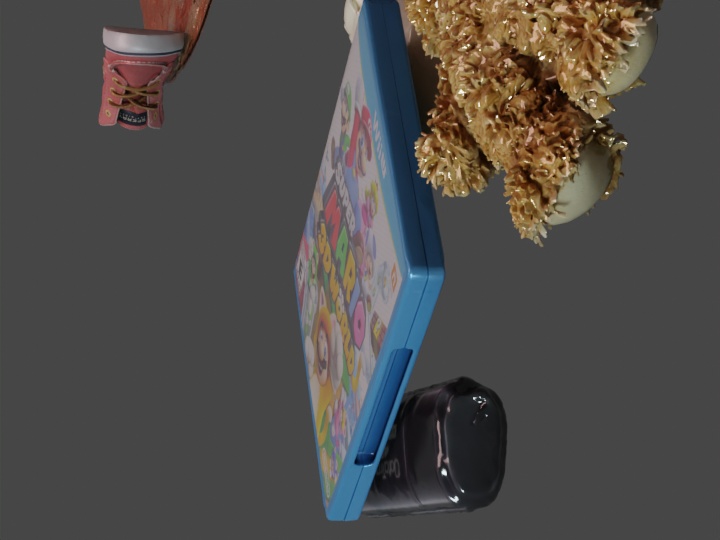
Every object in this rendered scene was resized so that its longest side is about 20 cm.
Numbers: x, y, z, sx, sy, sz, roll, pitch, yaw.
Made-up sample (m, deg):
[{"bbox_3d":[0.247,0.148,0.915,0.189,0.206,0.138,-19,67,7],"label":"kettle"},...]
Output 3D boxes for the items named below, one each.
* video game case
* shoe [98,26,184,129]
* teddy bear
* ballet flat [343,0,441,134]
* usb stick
[{"bbox_3d":[0.000,0.000,0.969,0.200,0.018,0.143,107,159,-53],"label":"video game case"},{"bbox_3d":[-0.198,-0.171,1.981,0.200,0.071,0.091,-140,54,-81],"label":"shoe"},{"bbox_3d":[0.056,-0.094,0.819,0.145,0.067,0.200,111,159,-44],"label":"teddy bear"},{"bbox_3d":[0.020,-0.133,0.997,0.069,0.069,0.200,116,155,-59],"label":"ballet flat"},{"bbox_3d":[0.024,0.081,0.981,0.200,0.033,0.056,151,116,-75],"label":"usb stick"}]
